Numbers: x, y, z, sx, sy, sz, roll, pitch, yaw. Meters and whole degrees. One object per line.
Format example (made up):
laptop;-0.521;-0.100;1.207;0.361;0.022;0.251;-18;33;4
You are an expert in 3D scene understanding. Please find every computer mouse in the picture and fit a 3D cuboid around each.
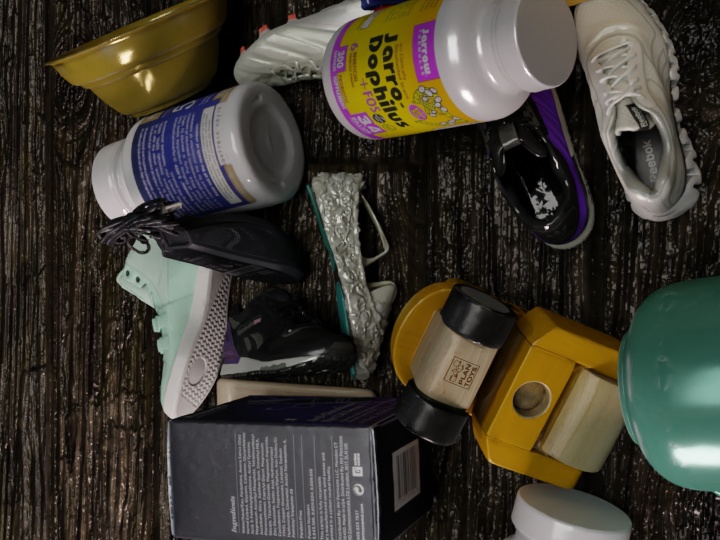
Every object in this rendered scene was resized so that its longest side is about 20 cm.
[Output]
computer mouse;-0.137;-0.034;0.869;0.138;0.199;0.053;-10;68;53

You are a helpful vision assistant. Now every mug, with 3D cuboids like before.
mug;0.258;0.098;0.663;0.113;0.152;0.187;-7;88;32

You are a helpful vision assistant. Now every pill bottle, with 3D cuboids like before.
pill bottle;0.154;0.287;0.746;0.115;0.115;0.202;14;98;28
pill bottle;-0.167;-0.107;0.915;0.198;0.119;0.121;-11;86;28
pill bottle;0.067;-0.165;0.717;0.199;0.104;0.106;-1;90;49

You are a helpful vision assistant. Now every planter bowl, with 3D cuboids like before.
planter bowl;-0.207;-0.211;0.922;0.199;0.201;0.084;-12;113;29

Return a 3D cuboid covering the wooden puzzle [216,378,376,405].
wooden puzzle;-0.072;0.208;0.916;0.198;0.037;0.187;1;92;29

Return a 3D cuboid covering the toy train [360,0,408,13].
toy train;0.025;-0.257;0.763;0.198;0.116;0.086;-2;90;-5

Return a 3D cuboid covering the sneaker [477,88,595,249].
sneaker;0.133;-0.115;0.757;0.069;0.099;0.202;-29;78;24

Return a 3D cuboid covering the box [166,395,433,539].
box;-0.050;0.173;0.809;0.198;0.148;0.106;-2;91;22

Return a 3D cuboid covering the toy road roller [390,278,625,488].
toy road roller;0.122;0.079;0.776;0.198;0.146;0.124;22;104;-11

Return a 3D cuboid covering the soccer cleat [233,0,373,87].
soccer cleat;-0.037;-0.209;0.871;0.198;0.069;0.078;-20;79;25

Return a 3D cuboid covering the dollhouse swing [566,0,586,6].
dollhouse swing;0.194;-0.299;0.651;0.198;0.175;0.184;-11;68;30

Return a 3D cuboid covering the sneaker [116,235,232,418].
sneaker;-0.205;0.050;0.964;0.117;0.074;0.203;9;86;22

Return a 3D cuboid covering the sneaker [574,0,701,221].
sneaker;0.216;-0.140;0.724;0.075;0.081;0.202;-21;79;30

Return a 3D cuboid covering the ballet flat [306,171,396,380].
ballet flat;0.000;0.000;0.859;0.071;0.072;0.202;-15;86;28

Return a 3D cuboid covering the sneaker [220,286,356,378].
sneaker;-0.078;0.056;0.868;0.199;0.075;0.089;-11;77;52
